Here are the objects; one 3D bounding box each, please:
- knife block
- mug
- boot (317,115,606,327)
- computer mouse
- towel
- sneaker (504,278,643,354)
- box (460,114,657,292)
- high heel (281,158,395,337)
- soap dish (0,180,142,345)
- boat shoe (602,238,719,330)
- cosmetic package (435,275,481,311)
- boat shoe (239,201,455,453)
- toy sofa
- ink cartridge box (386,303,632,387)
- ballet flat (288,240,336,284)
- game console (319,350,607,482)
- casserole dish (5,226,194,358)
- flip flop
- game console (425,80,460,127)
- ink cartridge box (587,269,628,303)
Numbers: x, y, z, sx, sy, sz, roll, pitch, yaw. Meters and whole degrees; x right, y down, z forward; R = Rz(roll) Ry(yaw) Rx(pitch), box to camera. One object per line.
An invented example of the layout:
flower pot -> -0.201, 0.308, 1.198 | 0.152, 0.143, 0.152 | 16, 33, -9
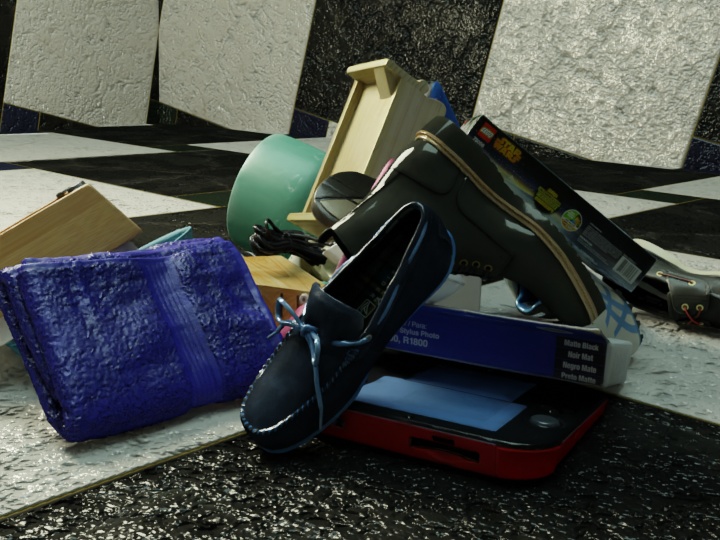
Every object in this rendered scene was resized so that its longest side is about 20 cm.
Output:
knife block -> -0.088, 0.023, 0.927 | 0.197, 0.065, 0.175 | 7, 14, 21
mug -> -0.072, -0.080, 1.185 | 0.113, 0.154, 0.185 | 24, 15, 19
boot -> 0.077, -0.001, 0.731 | 0.200, 0.138, 0.078 | 46, -9, 12
computer mouse -> 0.000, 0.000, 0.877 | 0.197, 0.045, 0.109 | 16, -2, 24
towel -> -0.156, 0.040, 0.708 | 0.198, 0.050, 0.149 | -11, 60, -43
sneaker -> 0.177, 0.025, 0.837 | 0.199, 0.073, 0.072 | 39, -18, -27
box -> 0.170, -0.065, 0.869 | 0.199, 0.040, 0.137 | 39, 6, -4
high heel -> -0.017, -0.003, 0.797 | 0.097, 0.199, 0.067 | 55, 10, 19
soap dish -> -0.282, -0.011, 0.828 | 0.156, 0.082, 0.200 | -34, 14, -16
boat shoe -> 0.346, 0.032, 0.981 | 0.063, 0.074, 0.200 | -43, 45, -20
cosmetic package -> 0.084, -0.011, 1.024 | 0.070, 0.103, 0.200 | 2, 13, -2
boat shoe -> -0.018, 0.030, 0.648 | 0.084, 0.201, 0.069 | 27, -18, 32
toy sofa -> 0.008, -0.120, 1.034 | 0.097, 0.203, 0.082 | 28, -13, -32
ink cartridge box -> 0.107, 0.058, 0.750 | 0.197, 0.041, 0.199 | 8, -3, 24
ballet flat -> -0.036, 0.003, 1.007 | 0.067, 0.072, 0.199 | -14, 19, -34
game console -> 0.069, 0.098, 0.702 | 0.197, 0.032, 0.176 | 9, 15, 27
casserole dish -> -0.215, 0.025, 0.814 | 0.120, 0.039, 0.200 | -19, 18, 36
flip flop -> 0.012, -0.055, 0.905 | 0.081, 0.058, 0.200 | 42, 23, 10
game console -> 0.051, -0.117, 1.168 | 0.116, 0.173, 0.200 | 7, -17, 21
ink cartridge box -> 0.178, -0.023, 0.958 | 0.199, 0.042, 0.119 | 36, 9, -34
